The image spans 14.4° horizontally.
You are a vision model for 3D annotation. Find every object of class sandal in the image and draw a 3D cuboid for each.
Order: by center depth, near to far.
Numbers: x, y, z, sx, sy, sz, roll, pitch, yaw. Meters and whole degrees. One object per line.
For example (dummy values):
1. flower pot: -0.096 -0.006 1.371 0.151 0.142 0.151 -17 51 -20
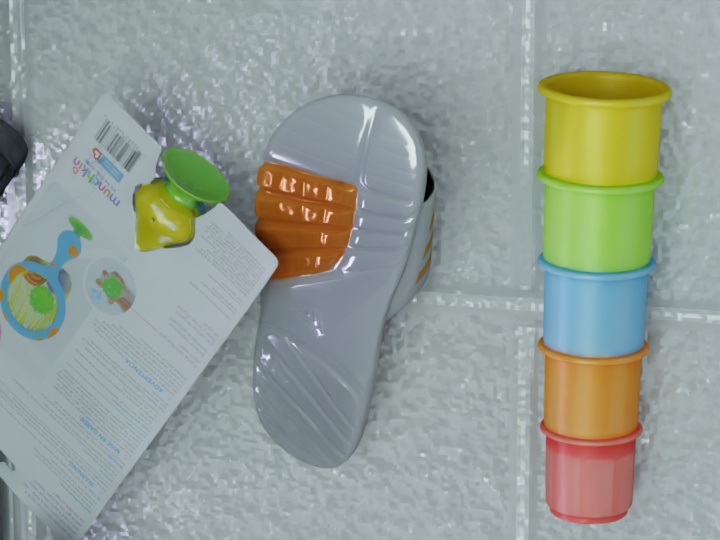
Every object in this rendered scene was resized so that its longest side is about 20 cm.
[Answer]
1. sandal: -0.007 -0.003 1.307 0.079 0.059 0.207 27 130 18

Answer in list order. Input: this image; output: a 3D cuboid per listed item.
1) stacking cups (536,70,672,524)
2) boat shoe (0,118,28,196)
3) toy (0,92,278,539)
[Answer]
1. stacking cups: 0.105 0.013 1.280 0.060 0.061 0.201 7 109 15
2. boat shoe: -0.244 -0.095 1.363 0.200 0.073 0.063 40 67 10
3. toy: -0.119 0.022 1.343 0.115 0.047 0.200 44 124 11
